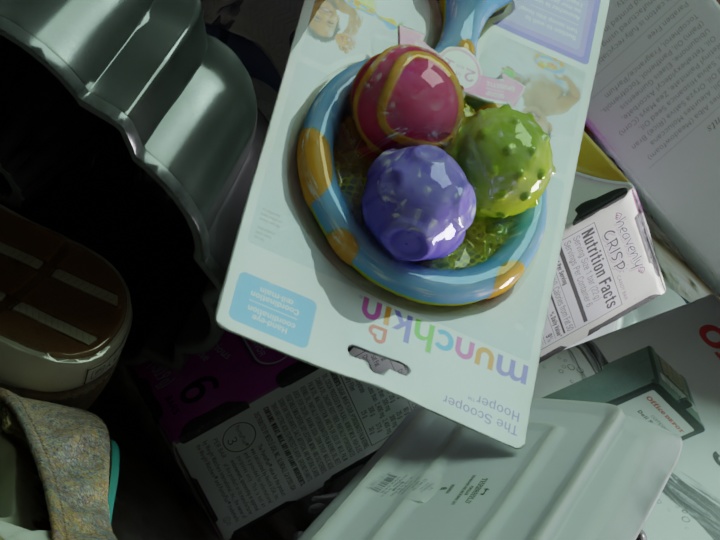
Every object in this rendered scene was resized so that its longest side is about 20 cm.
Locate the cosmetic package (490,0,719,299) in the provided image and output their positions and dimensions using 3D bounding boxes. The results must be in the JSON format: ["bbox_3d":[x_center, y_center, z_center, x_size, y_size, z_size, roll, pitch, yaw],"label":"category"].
[{"bbox_3d":[0.134,-0.060,0.958,0.200,0.071,0.101,48,4,-17],"label":"cosmetic package"}]

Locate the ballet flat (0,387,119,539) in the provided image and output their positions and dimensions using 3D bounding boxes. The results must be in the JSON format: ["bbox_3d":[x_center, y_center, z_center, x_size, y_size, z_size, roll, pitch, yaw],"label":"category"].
[{"bbox_3d":[-0.108,0.092,0.713,0.067,0.068,0.200,30,11,-19],"label":"ballet flat"}]

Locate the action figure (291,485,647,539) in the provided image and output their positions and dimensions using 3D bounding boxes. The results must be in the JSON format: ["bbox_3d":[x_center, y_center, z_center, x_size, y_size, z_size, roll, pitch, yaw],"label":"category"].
[{"bbox_3d":[0.039,0.126,0.812,0.070,0.129,0.201,70,14,-45],"label":"action figure"}]

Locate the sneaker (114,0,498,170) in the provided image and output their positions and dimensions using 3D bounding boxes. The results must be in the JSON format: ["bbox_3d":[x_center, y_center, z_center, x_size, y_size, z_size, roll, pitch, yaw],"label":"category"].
[{"bbox_3d":[-0.040,-0.068,0.905,0.199,0.081,0.115,30,-30,13],"label":"sneaker"}]

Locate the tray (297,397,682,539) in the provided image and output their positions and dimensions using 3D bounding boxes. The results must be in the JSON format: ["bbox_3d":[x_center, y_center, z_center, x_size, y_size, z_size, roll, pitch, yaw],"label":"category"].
[{"bbox_3d":[0.035,0.079,0.758,0.107,0.022,0.200,3,18,19],"label":"tray"}]

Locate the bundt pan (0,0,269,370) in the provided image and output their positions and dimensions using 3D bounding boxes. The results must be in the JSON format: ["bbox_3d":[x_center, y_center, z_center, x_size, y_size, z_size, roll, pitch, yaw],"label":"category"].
[{"bbox_3d":[-0.113,-0.059,0.833,0.201,0.076,0.202,26,-29,16],"label":"bundt pan"}]

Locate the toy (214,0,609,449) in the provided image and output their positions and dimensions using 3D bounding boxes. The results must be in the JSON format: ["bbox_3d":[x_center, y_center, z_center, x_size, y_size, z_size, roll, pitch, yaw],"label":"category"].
[{"bbox_3d":[0.030,-0.052,0.805,0.114,0.047,0.201,22,54,-13],"label":"toy"}]

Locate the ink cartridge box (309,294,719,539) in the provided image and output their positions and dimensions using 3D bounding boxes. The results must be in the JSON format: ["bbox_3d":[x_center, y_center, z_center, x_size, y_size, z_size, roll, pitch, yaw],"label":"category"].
[{"bbox_3d":[0.102,0.109,0.949,0.199,0.084,0.146,-19,57,-32],"label":"ink cartridge box"}]

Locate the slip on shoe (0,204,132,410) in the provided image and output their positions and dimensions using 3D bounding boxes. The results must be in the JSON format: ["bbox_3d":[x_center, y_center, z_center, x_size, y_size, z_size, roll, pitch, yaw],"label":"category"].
[{"bbox_3d":[-0.173,-0.012,0.817,0.199,0.061,0.076,28,52,-1],"label":"slip on shoe"}]

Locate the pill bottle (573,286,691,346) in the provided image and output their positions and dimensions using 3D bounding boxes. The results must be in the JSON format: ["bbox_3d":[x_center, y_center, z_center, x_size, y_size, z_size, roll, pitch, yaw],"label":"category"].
[{"bbox_3d":[0.157,0.074,1.275,0.200,0.120,0.120,35,18,-29],"label":"pill bottle"}]

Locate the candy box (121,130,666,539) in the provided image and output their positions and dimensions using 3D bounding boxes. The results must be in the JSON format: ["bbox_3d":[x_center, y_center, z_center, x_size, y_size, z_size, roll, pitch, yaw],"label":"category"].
[{"bbox_3d":[0.000,0.000,0.917,0.137,0.199,0.061,53,-10,49],"label":"candy box"}]
